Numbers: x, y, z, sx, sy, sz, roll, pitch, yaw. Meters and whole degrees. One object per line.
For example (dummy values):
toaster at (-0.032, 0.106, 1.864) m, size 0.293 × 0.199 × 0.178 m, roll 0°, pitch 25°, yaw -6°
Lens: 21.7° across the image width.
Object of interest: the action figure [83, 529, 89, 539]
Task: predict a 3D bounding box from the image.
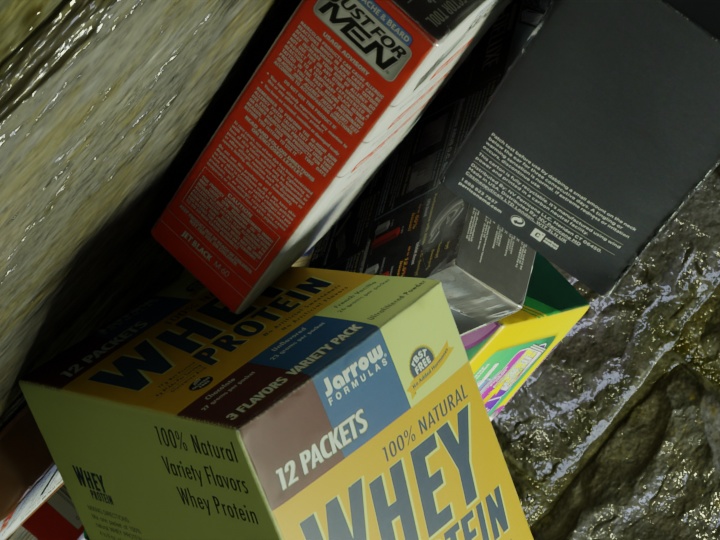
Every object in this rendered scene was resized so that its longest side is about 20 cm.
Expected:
action figure at (-0.124, 0.159, 1.245) m, size 0.118 × 0.055 × 0.200 m, roll -52°, pitch 154°, yaw 11°

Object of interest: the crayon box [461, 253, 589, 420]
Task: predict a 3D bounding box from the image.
crayon box at (0.037, 0.080, 1.172) m, size 0.200 × 0.058 × 0.172 m, roll -50°, pitch 163°, yaw 18°

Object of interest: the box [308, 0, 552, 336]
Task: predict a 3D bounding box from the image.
box at (0.043, -0.052, 1.016) m, size 0.157 × 0.050 × 0.201 m, roll -28°, pitch -141°, yaw 50°

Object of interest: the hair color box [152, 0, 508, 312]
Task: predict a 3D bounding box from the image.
hair color box at (-0.009, -0.081, 0.874) m, size 0.111 × 0.064 × 0.200 m, roll -44°, pitch 176°, yaw -48°

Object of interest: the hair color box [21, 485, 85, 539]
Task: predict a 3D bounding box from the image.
hair color box at (-0.181, 0.136, 1.322) m, size 0.111 × 0.064 × 0.200 m, roll -50°, pitch 175°, yaw -3°

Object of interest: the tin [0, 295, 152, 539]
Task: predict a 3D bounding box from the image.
tin at (-0.171, 0.090, 1.106) m, size 0.200 × 0.042 × 0.112 m, roll -47°, pitch 172°, yaw -46°

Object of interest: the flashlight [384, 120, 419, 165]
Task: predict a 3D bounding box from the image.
flashlight at (0.034, -0.139, 0.946) m, size 0.068 × 0.068 × 0.200 m, roll 1°, pitch 141°, yaw -34°

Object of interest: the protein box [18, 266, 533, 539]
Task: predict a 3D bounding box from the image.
protein box at (-0.035, 0.117, 0.945) m, size 0.135 × 0.201 × 0.198 m, roll -34°, pitch -156°, yaw -32°

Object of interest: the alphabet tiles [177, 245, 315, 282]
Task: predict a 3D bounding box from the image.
alphabet tiles at (-0.070, 0.025, 1.104) m, size 0.166 × 0.006 × 0.201 m, roll -15°, pitch 140°, yaw -56°

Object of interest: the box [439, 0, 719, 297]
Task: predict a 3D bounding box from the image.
box at (0.151, -0.123, 0.892) m, size 0.200 × 0.104 × 0.182 m, roll -54°, pitch 179°, yaw -36°
